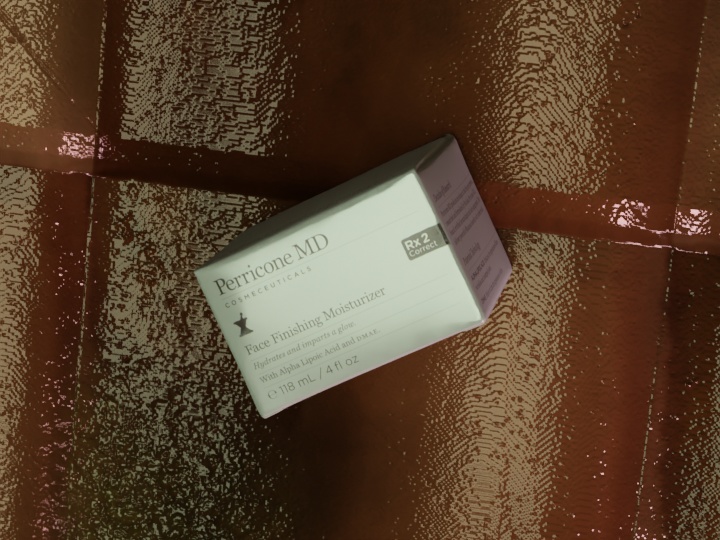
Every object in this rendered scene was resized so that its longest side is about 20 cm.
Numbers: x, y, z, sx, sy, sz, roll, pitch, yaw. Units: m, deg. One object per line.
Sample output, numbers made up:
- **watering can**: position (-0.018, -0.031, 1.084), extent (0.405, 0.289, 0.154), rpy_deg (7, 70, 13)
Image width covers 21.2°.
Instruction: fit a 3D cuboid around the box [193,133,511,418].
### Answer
- **box**: position (0.000, 0.000, 1.537), extent (0.198, 0.200, 0.131), rpy_deg (-24, 96, 15)
